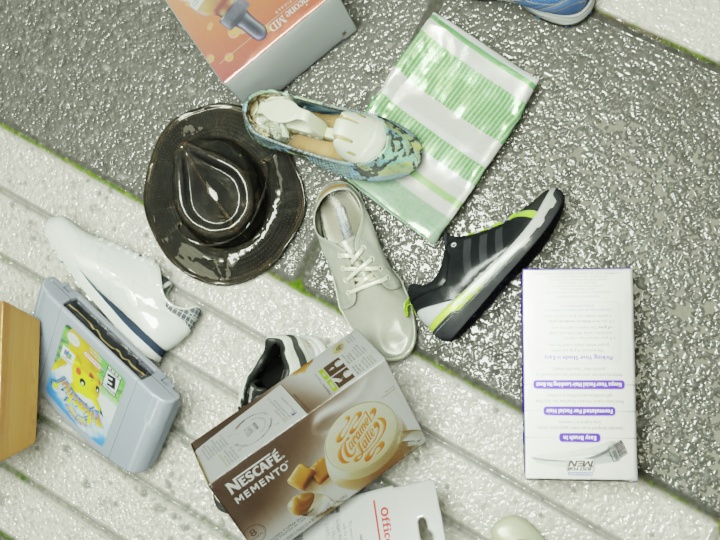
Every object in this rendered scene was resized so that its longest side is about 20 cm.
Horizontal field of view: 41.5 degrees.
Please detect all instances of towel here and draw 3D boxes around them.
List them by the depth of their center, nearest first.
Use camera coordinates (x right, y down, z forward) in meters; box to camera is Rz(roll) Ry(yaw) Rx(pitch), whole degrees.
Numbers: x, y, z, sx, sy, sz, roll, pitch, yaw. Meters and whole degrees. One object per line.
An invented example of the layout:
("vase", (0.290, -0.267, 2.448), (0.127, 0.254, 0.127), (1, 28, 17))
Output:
("towel", (0.075, -0.153, 0.996), (0.152, 0.023, 0.201), (36, 89, 16))

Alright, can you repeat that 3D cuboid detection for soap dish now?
("soap dish", (-0.420, 0.119, 1.015), (0.197, 0.081, 0.161), (-6, 82, 39))

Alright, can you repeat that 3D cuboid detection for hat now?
("hat", (-0.160, -0.088, 1.016), (0.196, 0.081, 0.205), (-1, 85, 12))

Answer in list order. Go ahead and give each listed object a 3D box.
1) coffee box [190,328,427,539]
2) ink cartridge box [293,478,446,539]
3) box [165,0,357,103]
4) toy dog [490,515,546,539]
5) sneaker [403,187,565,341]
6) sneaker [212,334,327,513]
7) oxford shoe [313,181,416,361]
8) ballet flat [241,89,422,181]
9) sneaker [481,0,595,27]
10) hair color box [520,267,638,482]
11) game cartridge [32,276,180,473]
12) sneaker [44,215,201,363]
("coffee box", (-0.049, 0.167, 0.923), (0.198, 0.080, 0.116), (-33, 120, -10))
("ink cartridge box", (-0.005, 0.290, 0.940), (0.196, 0.067, 0.118), (-15, 58, 9))
("box", (-0.124, -0.303, 1.015), (0.151, 0.106, 0.201), (-37, 77, 5))
("toy dog", (0.163, 0.330, 0.848), (0.194, 0.200, 0.140), (42, 85, 7))
("sneaker", (0.121, -0.020, 0.959), (0.083, 0.072, 0.200), (43, 90, 15))
("sneaker", (-0.108, 0.153, 0.978), (0.073, 0.080, 0.203), (23, 88, 32))
("oxford shoe", (0.000, 0.000, 0.990), (0.074, 0.058, 0.203), (-22, 83, 4))
("ballet flat", (-0.035, -0.141, 0.974), (0.196, 0.074, 0.076), (13, 87, 14))
("sneaker", (0.149, -0.316, 0.980), (0.197, 0.077, 0.077), (19, 90, 13))
("hair color box", (0.212, 0.101, 0.935), (0.107, 0.065, 0.204), (0, 84, 8))
("game cartridge", (-0.282, 0.117, 1.013), (0.199, 0.040, 0.135), (39, 128, 16))
("sneaker", (-0.262, 0.006, 1.039), (0.080, 0.076, 0.200), (-44, 85, -5))
